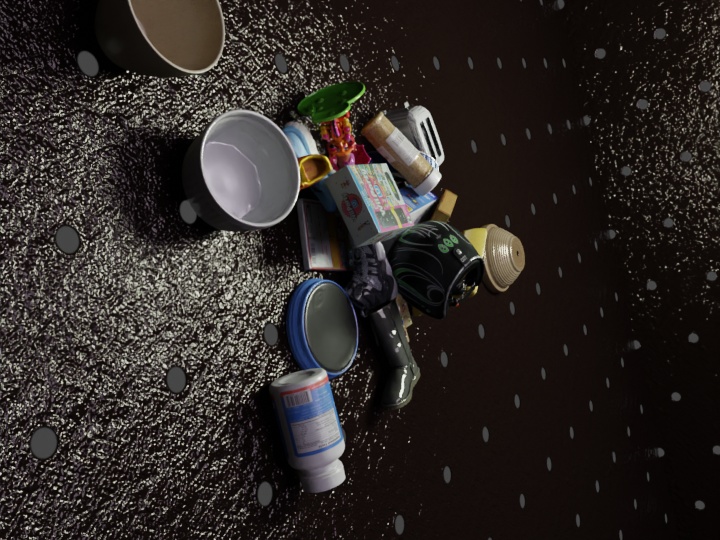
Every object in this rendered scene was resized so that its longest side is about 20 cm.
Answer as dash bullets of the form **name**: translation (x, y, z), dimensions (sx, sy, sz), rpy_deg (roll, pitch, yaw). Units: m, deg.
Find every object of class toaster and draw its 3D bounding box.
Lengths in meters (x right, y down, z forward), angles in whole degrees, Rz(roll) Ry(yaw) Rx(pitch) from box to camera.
- **toaster**: translation (0.116, -0.298, 1.870), dimensions (0.114, 0.127, 0.203), rpy_deg (-40, 114, -52)

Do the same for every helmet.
- **helmet**: translation (0.155, -0.010, 1.691), dimensions (0.199, 0.190, 0.202), rpy_deg (-38, 148, -30)

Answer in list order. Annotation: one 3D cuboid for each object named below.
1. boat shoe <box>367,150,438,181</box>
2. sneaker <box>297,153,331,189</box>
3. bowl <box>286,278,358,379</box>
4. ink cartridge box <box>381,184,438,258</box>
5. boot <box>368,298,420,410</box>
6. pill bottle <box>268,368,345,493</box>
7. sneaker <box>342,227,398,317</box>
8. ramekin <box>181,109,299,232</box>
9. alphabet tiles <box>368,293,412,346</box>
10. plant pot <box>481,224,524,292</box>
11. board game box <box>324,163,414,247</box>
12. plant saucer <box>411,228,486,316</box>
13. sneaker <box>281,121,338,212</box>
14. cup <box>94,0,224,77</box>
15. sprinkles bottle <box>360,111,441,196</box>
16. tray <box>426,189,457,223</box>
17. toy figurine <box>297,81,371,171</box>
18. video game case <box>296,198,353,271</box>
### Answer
- **boat shoe**: translation (0.082, -0.239, 1.785), dimensions (0.196, 0.072, 0.074), rpy_deg (5, 85, -21)
- **sneaker**: translation (-0.143, -0.171, 1.457), dimensions (0.199, 0.077, 0.074), rpy_deg (-35, 106, -26)
- **bowl**: translation (-0.070, 0.115, 1.553), dimensions (0.199, 0.039, 0.205), rpy_deg (22, 63, -52)
- **ink cartridge box**: translation (0.096, -0.117, 1.775), dimensions (0.076, 0.138, 0.199), rpy_deg (39, 32, 15)
- **boot**: translation (0.066, 0.178, 1.703), dimensions (0.182, 0.071, 0.203), rpy_deg (-57, 136, -60)
- **pill bottle**: translation (-0.091, 0.290, 1.408), dimensions (0.112, 0.111, 0.204), rpy_deg (-21, 100, -56)
- **sneaker**: translation (0.000, 0.000, 1.630), dimensions (0.113, 0.075, 0.202), rpy_deg (-38, 115, -27)
- **ramekin**: translation (-0.210, -0.162, 1.331), dimensions (0.198, 0.104, 0.204), rpy_deg (11, 73, -39)
- **alphabet tiles**: translation (0.063, 0.084, 1.790), dimensions (0.166, 0.006, 0.204), rpy_deg (-26, 103, -55)
- **plant pot**: translation (0.422, -0.042, 2.289), dimensions (0.200, 0.091, 0.205), rpy_deg (22, 63, -51)
- **board game box**: translation (0.022, -0.135, 1.574), dimensions (0.150, 0.064, 0.199), rpy_deg (64, 26, 4)
- **plant saucer**: translation (0.200, -0.007, 1.860), dimensions (0.048, 0.198, 0.203), rpy_deg (37, 50, -29)
- **sneaker**: translation (-0.112, -0.194, 1.565), dimensions (0.090, 0.078, 0.201), rpy_deg (-48, 114, -29)
- **cup**: translation (-0.330, -0.386, 1.214), dimensions (0.199, 0.141, 0.204), rpy_deg (22, 63, -51)
- **sprinkles bottle**: translation (0.090, -0.256, 1.713), dimensions (0.200, 0.068, 0.069), rpy_deg (45, 43, -12)
- **tray**: translation (0.158, -0.084, 1.820), dimensions (0.037, 0.201, 0.099), rpy_deg (29, 37, -2)
- **toy figurine**: translation (-0.035, -0.269, 1.623), dimensions (0.201, 0.147, 0.187), rpy_deg (-96, 168, -60)
- **video game case**: translation (-0.061, -0.071, 1.639), dimensions (0.199, 0.017, 0.146), rpy_deg (2, 79, -56)
